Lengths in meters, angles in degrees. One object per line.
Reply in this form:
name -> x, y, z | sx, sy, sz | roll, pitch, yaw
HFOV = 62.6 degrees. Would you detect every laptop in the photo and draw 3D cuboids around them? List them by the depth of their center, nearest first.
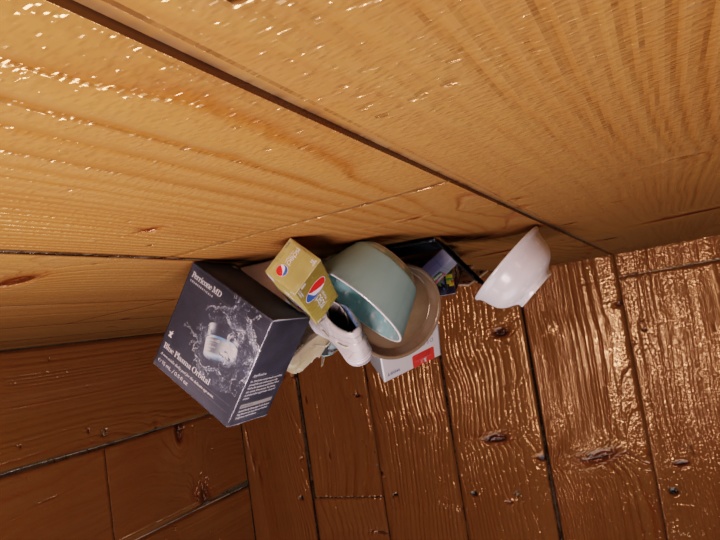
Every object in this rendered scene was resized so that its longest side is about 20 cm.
laptop -> 0.148, -0.006, 1.234 | 0.197, 0.105, 0.177 | -11, 174, 16

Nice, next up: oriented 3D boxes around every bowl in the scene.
bowl -> 0.023, 0.024, 1.059 | 0.105, 0.200, 0.201 | -50, -176, -13
bowl -> 0.341, 0.012, 1.259 | 0.201, 0.090, 0.202 | -44, 165, -15

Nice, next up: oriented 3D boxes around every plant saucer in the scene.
plant saucer -> 0.071, 0.082, 1.200 | 0.197, 0.204, 0.029 | -7, -163, -20

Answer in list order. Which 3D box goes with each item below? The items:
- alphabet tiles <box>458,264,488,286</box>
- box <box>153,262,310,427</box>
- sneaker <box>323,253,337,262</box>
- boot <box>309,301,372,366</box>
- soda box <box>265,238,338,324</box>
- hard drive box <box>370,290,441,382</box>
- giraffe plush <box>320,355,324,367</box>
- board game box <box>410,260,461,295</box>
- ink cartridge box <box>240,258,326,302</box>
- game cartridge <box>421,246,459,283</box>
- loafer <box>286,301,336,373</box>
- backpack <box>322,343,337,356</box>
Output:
alphabet tiles -> 0.239, 0.018, 1.609 | 0.198, 0.008, 0.166 | 1, -156, 45
box -> -0.223, 0.120, 1.015 | 0.195, 0.202, 0.117 | 31, -168, 25
sneaker -> 0.000, 0.000, 1.228 | 0.197, 0.072, 0.093 | 4, -171, -29
boot -> -0.047, 0.089, 1.117 | 0.073, 0.097, 0.199 | -31, -138, -21
soda box -> -0.092, 0.024, 0.981 | 0.064, 0.068, 0.200 | 34, 168, 15
hard drive box -> 0.090, 0.124, 1.308 | 0.154, 0.202, 0.077 | -24, -141, -15
giraffe plush -> -0.167, 0.144, 1.560 | 0.160, 0.202, 0.173 | 18, 132, -21
board game box -> 0.158, 0.025, 1.550 | 0.197, 0.058, 0.165 | -11, -166, 19
ink cartridge box -> -0.144, 0.027, 1.187 | 0.143, 0.086, 0.199 | -12, 175, 28
game cartridge -> 0.149, 0.025, 1.392 | 0.200, 0.041, 0.133 | -45, 162, 11
loafer -> -0.094, 0.134, 1.207 | 0.199, 0.069, 0.075 | -37, -130, -24
backpack -> -0.038, 0.072, 1.361 | 0.197, 0.177, 0.154 | -19, 148, -20
